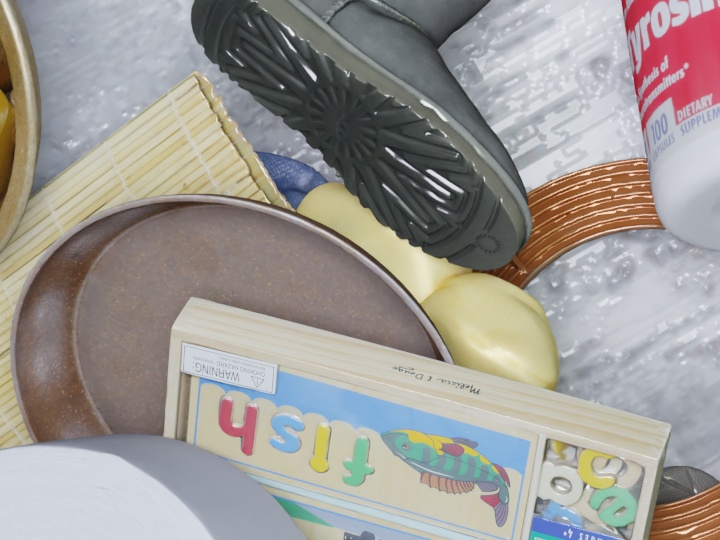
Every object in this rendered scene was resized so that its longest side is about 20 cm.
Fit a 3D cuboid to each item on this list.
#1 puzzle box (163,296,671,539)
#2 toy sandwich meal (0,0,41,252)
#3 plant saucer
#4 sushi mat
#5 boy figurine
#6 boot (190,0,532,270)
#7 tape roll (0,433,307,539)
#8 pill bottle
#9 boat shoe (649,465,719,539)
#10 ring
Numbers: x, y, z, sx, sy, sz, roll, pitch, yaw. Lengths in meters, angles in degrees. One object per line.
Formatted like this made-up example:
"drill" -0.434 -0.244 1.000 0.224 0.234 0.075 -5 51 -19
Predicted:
"puzzle box" 0.016 0.094 1.039 0.199 0.025 0.133 14 126 11
"toy sandwich meal" -0.211 -0.083 1.089 0.205 0.070 0.206 17 118 37
"plant saucer" -0.046 0.048 1.069 0.200 0.035 0.201 9 123 14
"sushi mat" -0.110 0.004 1.111 0.200 0.012 0.096 -34 88 32
"boy figurine" 0.000 0.000 1.103 0.200 0.064 0.125 22 87 21
"boot" 0.047 -0.117 1.096 0.182 0.073 0.200 45 51 2
"tape roll" -0.104 0.165 1.018 0.200 0.066 0.201 0 89 27
"pill bottle" 0.165 -0.117 1.090 0.112 0.112 0.201 -7 66 1
"boat shoe" 0.084 0.166 1.116 0.200 0.073 0.075 -41 89 -6
"ring" 0.118 0.037 1.106 0.200 0.019 0.201 -6 63 12
